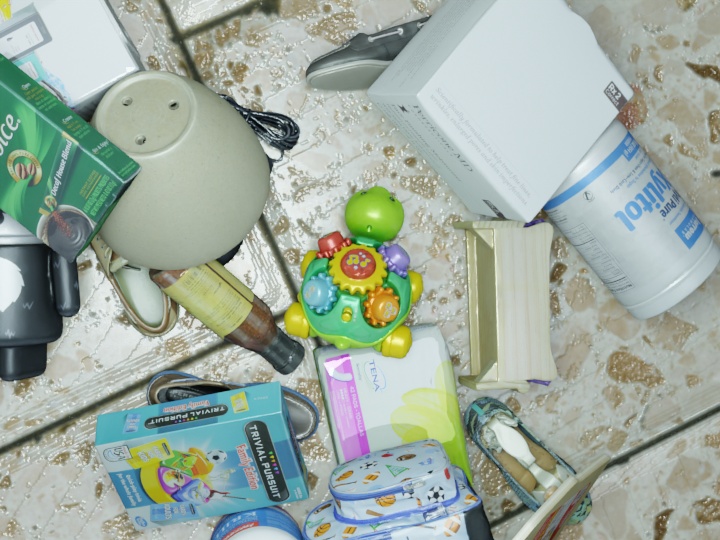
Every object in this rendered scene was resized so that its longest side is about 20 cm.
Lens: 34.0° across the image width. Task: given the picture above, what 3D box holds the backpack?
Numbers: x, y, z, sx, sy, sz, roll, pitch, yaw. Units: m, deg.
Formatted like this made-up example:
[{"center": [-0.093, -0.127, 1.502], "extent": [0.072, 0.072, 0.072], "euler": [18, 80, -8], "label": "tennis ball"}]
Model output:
[{"center": [0.035, 0.270, 1.228], "extent": [0.189, 0.200, 0.155], "euler": [-23, 91, -1], "label": "backpack"}]

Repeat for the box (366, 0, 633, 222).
[{"center": [0.152, -0.194, 1.282], "extent": [0.199, 0.131, 0.200], "euler": [45, 78, -23], "label": "box"}]

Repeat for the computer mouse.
[{"center": [-0.158, -0.096, 1.319], "extent": [0.137, 0.053, 0.202], "euler": [19, 89, -8], "label": "computer mouse"}]

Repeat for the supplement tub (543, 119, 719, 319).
[{"center": [0.302, -0.060, 1.347], "extent": [0.132, 0.132, 0.200], "euler": [-42, 96, -5], "label": "supplement tub"}]

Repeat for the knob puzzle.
[{"center": [0.181, 0.292, 1.291], "extent": [0.030, 0.220, 0.220], "euler": [39, 85, 22], "label": "knob puzzle"}]

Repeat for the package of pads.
[{"center": [0.041, 0.170, 1.346], "extent": [0.153, 0.068, 0.202], "euler": [-13, 94, -7], "label": "package of pads"}]

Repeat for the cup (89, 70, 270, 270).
[{"center": [-0.201, -0.121, 1.203], "extent": [0.198, 0.143, 0.202], "euler": [-2, 65, 4], "label": "cup"}]

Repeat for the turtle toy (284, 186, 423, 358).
[{"center": [0.000, 0.000, 1.304], "extent": [0.144, 0.101, 0.201], "euler": [11, 55, 4], "label": "turtle toy"}]

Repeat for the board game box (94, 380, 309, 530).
[{"center": [-0.167, 0.203, 1.270], "extent": [0.198, 0.047, 0.152], "euler": [-11, 132, 2], "label": "board game box"}]

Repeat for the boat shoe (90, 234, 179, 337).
[{"center": [-0.255, -0.020, 1.296], "extent": [0.075, 0.074, 0.201], "euler": [-28, 95, -6], "label": "boat shoe"}]

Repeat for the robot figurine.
[{"center": [-0.381, 0.015, 1.253], "extent": [0.149, 0.125, 0.202], "euler": [-1, 92, -21], "label": "robot figurine"}]

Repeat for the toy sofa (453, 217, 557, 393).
[{"center": [0.165, 0.037, 1.354], "extent": [0.097, 0.083, 0.202], "euler": [-3, 91, -11], "label": "toy sofa"}]

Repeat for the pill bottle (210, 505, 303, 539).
[{"center": [-0.107, 0.322, 1.262], "extent": [0.111, 0.200, 0.113], "euler": [0, 91, -8], "label": "pill bottle"}]

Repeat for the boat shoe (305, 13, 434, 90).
[{"center": [0.028, -0.251, 1.342], "extent": [0.198, 0.067, 0.057], "euler": [-13, 74, -13], "label": "boat shoe"}]

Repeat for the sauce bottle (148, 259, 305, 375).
[{"center": [-0.143, 0.045, 1.298], "extent": [0.066, 0.066, 0.200], "euler": [-48, 116, -5], "label": "sauce bottle"}]

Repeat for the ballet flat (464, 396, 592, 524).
[{"center": [0.199, 0.230, 1.371], "extent": [0.200, 0.074, 0.074], "euler": [42, 86, -7], "label": "ballet flat"}]

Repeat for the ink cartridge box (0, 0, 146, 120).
[{"center": [-0.343, -0.219, 1.236], "extent": [0.199, 0.147, 0.147], "euler": [-29, 95, -2], "label": "ink cartridge box"}]

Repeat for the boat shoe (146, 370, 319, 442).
[{"center": [-0.142, 0.160, 1.317], "extent": [0.198, 0.072, 0.073], "euler": [9, 90, -8], "label": "boat shoe"}]

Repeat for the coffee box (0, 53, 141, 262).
[{"center": [-0.321, -0.113, 1.123], "extent": [0.200, 0.044, 0.123], "euler": [40, 121, -5], "label": "coffee box"}]
